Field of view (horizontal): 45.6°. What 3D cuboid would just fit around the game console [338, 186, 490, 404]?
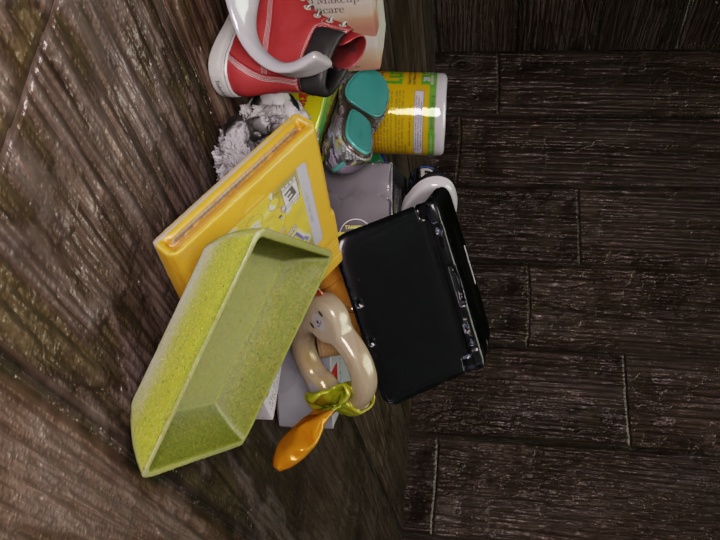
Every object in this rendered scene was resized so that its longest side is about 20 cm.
[{"bbox_3d":[0.068,0.023,1.001,0.176,0.115,0.202,-50,124,-71],"label":"game console"}]

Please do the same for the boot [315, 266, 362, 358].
[{"bbox_3d":[0.000,0.001,1.021,0.071,0.142,0.204,-139,-144,-73],"label":"boot"}]

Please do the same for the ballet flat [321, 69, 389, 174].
[{"bbox_3d":[-0.013,-0.183,1.067,0.201,0.071,0.073,-76,165,-50],"label":"ballet flat"}]

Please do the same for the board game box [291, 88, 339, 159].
[{"bbox_3d":[-0.061,-0.189,1.028,0.200,0.047,0.103,-68,171,-88],"label":"board game box"}]

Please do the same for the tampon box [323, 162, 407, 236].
[{"bbox_3d":[-0.018,-0.070,1.150,0.200,0.148,0.128,4,87,-81],"label":"tampon box"}]

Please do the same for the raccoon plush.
[{"bbox_3d":[-0.110,-0.097,0.881,0.134,0.096,0.202,-99,-146,-72],"label":"raccoon plush"}]

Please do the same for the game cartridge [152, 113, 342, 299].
[{"bbox_3d":[-0.090,-0.016,0.787,0.176,0.032,0.201,-46,150,-22],"label":"game cartridge"}]

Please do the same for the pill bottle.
[{"bbox_3d":[0.019,-0.218,1.186,0.111,0.197,0.113,3,90,-85],"label":"pill bottle"}]

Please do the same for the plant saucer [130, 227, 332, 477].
[{"bbox_3d":[-0.109,0.056,0.707,0.202,0.047,0.200,-64,166,2],"label":"plant saucer"}]

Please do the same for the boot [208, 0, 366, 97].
[{"bbox_3d":[-0.052,-0.255,0.832,0.073,0.142,0.202,54,44,-61],"label":"boot"}]

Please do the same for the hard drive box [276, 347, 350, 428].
[{"bbox_3d":[-0.057,0.101,1.167,0.200,0.076,0.158,-59,149,-72],"label":"hard drive box"}]

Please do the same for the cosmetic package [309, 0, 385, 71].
[{"bbox_3d":[-0.029,-0.341,1.022,0.201,0.102,0.088,76,17,-56],"label":"cosmetic package"}]

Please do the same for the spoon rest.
[{"bbox_3d":[-0.098,-0.255,0.760,0.202,0.060,0.099,63,19,8],"label":"spoon rest"}]

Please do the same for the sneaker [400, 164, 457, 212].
[{"bbox_3d":[0.088,-0.107,1.155,0.201,0.072,0.113,90,0,-66],"label":"sneaker"}]

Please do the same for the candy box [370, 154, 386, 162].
[{"bbox_3d":[0.024,-0.114,1.383,0.201,0.076,0.169,61,-4,24],"label":"candy box"}]

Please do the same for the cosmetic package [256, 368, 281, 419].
[{"bbox_3d":[-0.107,0.049,0.917,0.083,0.050,0.202,74,19,-60],"label":"cosmetic package"}]

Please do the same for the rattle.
[{"bbox_3d":[-0.069,0.087,0.929,0.130,0.142,0.202,38,-35,52],"label":"rattle"}]
